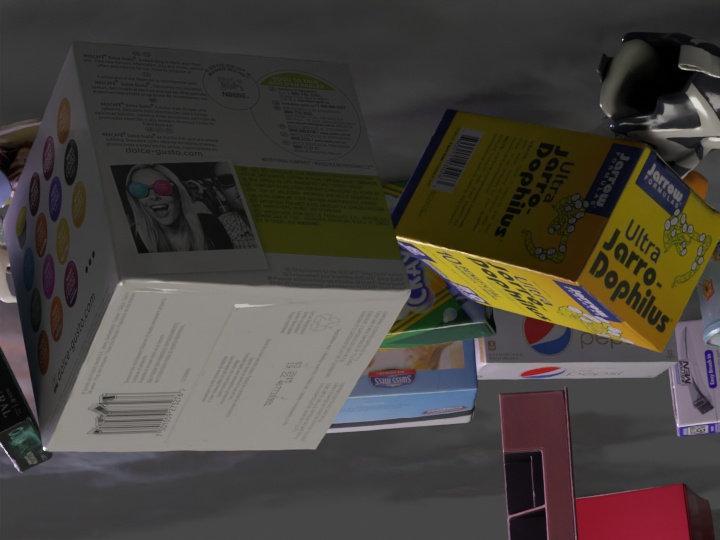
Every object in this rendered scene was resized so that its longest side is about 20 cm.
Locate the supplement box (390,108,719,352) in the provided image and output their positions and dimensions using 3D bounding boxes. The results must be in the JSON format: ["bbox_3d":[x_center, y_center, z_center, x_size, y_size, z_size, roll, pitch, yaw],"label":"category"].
[{"bbox_3d":[0.133,-0.031,1.568,0.200,0.110,0.109,15,163,49],"label":"supplement box"}]

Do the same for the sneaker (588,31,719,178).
[{"bbox_3d":[0.192,-0.115,1.542,0.130,0.080,0.199,21,164,-32],"label":"sneaker"}]

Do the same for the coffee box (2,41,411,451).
[{"bbox_3d":[-0.109,-0.012,1.499,0.200,0.198,0.200,2,144,-24],"label":"coffee box"}]

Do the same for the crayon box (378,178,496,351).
[{"bbox_3d":[0.000,0.000,1.772,0.200,0.126,0.052,-8,163,12],"label":"crayon box"}]

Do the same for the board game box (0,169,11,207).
[{"bbox_3d":[-0.342,-0.081,1.562,0.200,0.039,0.158,8,161,-16],"label":"board game box"}]

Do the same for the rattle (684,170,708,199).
[{"bbox_3d":[0.163,-0.043,1.848,0.130,0.143,0.200,39,162,-21],"label":"rattle"}]

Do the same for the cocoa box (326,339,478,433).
[{"bbox_3d":[-0.002,0.066,1.981,0.200,0.133,0.131,-4,163,-2],"label":"cocoa box"}]

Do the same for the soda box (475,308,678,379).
[{"bbox_3d":[0.199,0.065,2.151,0.200,0.068,0.064,0,163,-16],"label":"soda box"}]

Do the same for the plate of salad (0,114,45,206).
[{"bbox_3d":[-0.195,-0.069,1.623,0.200,0.048,0.200,-5,164,-1],"label":"plate of salad"}]

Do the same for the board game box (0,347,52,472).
[{"bbox_3d":[-0.269,0.033,1.529,0.028,0.200,0.135,-26,167,-8],"label":"board game box"}]

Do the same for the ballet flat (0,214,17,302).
[{"bbox_3d":[-0.285,-0.012,1.748,0.200,0.071,0.069,11,158,-42],"label":"ballet flat"}]

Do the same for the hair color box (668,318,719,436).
[{"bbox_3d":[0.411,0.099,2.256,0.200,0.109,0.065,-6,165,6],"label":"hair color box"}]

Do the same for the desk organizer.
[{"bbox_3d":[0.199,0.236,2.501,0.077,0.200,0.072,-4,164,4],"label":"desk organizer"}]

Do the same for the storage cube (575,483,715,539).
[{"bbox_3d":[0.409,0.412,3.188,0.200,0.180,0.171,-12,162,19],"label":"storage cube"}]

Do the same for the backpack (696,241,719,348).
[{"bbox_3d":[0.390,0.023,1.930,0.200,0.153,0.176,-9,170,36],"label":"backpack"}]
